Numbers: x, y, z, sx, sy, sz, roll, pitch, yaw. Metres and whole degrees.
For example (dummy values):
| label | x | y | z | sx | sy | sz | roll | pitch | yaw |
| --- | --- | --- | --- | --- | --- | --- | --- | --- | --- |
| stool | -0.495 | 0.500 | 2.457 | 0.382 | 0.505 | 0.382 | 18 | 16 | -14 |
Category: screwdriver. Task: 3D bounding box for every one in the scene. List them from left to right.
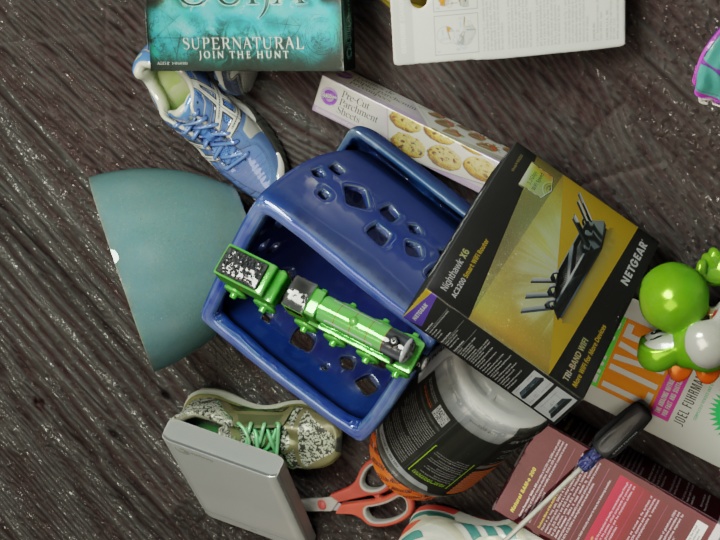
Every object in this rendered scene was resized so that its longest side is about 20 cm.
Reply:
| label | x | y | z | sx | sy | sz | roll | pitch | yaw |
| --- | --- | --- | --- | --- | --- | --- | --- | --- | --- |
| screwdriver | 0.192 | 0.195 | 1.395 | 0.200 | 0.029 | 0.028 | -45 | 80 | 8 |

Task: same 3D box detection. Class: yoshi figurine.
| label | x | y | z | sx | sy | sz | roll | pitch | yaw |
| --- | --- | --- | --- | --- | --- | --- | --- | --- | --- |
| yoshi figurine | 0.320 | 0.021 | 1.274 | 0.199 | 0.112 | 0.113 | -21 | 66 | 16 |

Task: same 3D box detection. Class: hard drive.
| label | x | y | z | sx | sy | sz | roll | pitch | yaw |
| --- | --- | --- | --- | --- | --- | --- | --- | --- | --- |
| hard drive | -0.124 | 0.229 | 1.585 | 0.131 | 0.027 | 0.200 | 17 | 152 | 18 |

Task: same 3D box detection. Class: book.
| label | x | y | z | sx | sy | sz | roll | pitch | yaw |
| --- | --- | --- | --- | --- | --- | --- | --- | --- | --- |
| book | 0.266 | 0.081 | 1.386 | 0.199 | 0.048 | 0.134 | 25 | 125 | 12 |

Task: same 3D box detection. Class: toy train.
| label | x | y | z | sx | sy | sz | roll | pitch | yaw |
| --- | --- | --- | --- | --- | --- | --- | --- | --- | --- |
| toy train | -0.034 | 0.033 | 1.250 | 0.199 | 0.056 | 0.042 | 25 | 77 | 18 |

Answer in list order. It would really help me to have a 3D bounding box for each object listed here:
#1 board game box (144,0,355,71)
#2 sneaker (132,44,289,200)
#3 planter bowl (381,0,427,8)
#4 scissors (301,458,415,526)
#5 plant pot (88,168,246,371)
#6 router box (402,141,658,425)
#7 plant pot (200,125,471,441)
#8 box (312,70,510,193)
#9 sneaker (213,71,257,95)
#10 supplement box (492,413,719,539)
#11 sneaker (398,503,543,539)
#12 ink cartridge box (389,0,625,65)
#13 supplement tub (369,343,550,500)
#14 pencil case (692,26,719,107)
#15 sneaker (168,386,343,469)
| label | x | y | z | sx | sy | sz | roll | pitch | yaw |
| --- | --- | --- | --- | --- | --- | --- | --- | --- | --- |
| board game box | -0.102 | -0.246 | 1.343 | 0.199 | 0.028 | 0.136 | 3 | 104 | 24 |
| sneaker | -0.150 | -0.142 | 1.468 | 0.200 | 0.077 | 0.076 | 49 | 122 | -2 |
| planter bowl | 0.058 | -0.296 | 1.294 | 0.199 | 0.083 | 0.202 | 10 | 116 | 21 |
| scissors | -0.029 | 0.256 | 1.617 | 0.199 | 0.014 | 0.073 | -25 | 91 | 32 |
| plant pot | -0.172 | -0.017 | 1.488 | 0.134 | 0.200 | 0.201 | -18 | 106 | -7 |
| router box | 0.148 | 0.007 | 1.278 | 0.157 | 0.200 | 0.052 | 34 | 142 | -2 |
| plant pot | 0.000 | 0.000 | 1.376 | 0.200 | 0.180 | 0.200 | 38 | 140 | 4 |
| box | 0.052 | -0.128 | 1.397 | 0.199 | 0.039 | 0.042 | 28 | 121 | 12 |
| sneaker | -0.081 | -0.245 | 1.392 | 0.085 | 0.077 | 0.201 | 24 | 121 | 10 |
| supplement box | 0.240 | 0.227 | 1.440 | 0.199 | 0.061 | 0.109 | 30 | 110 | 11 |
| sneaker | 0.126 | 0.288 | 1.513 | 0.199 | 0.093 | 0.071 | 3 | 113 | 25 |
| ink cartridge box | 0.119 | -0.259 | 1.250 | 0.199 | 0.047 | 0.161 | -6 | 113 | -3 |
| supplement tub | 0.092 | 0.137 | 1.431 | 0.123 | 0.123 | 0.200 | 44 | 140 | 2 |
| pencil case | 0.364 | -0.127 | 1.218 | 0.200 | 0.085 | 0.093 | 38 | 107 | 7 |
| sneaker | -0.115 | 0.175 | 1.577 | 0.199 | 0.089 | 0.077 | 5 | 102 | 24 |
